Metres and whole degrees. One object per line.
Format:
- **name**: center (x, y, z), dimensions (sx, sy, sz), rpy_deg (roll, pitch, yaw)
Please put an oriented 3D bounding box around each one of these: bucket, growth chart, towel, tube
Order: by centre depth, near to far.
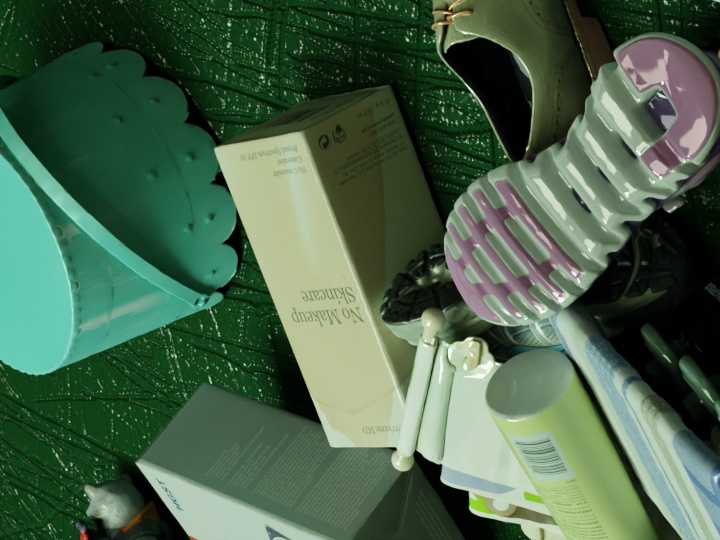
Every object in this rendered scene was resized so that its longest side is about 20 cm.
- **towel**: center (0.162, 0.102, 1.128), dimensions (0.147, 0.024, 0.200), rpy_deg (59, 176, -29)
- **tube**: center (0.127, 0.127, 1.240), dimensions (0.052, 0.058, 0.201), rpy_deg (-21, 126, 13)
- **growth chart**: center (0.111, 0.106, 1.272), dimensions (0.199, 0.018, 0.145), rpy_deg (20, 133, 2)
- **bucket**: center (-0.194, -0.039, 1.510), dimensions (0.207, 0.134, 0.208), rpy_deg (29, 133, 35)

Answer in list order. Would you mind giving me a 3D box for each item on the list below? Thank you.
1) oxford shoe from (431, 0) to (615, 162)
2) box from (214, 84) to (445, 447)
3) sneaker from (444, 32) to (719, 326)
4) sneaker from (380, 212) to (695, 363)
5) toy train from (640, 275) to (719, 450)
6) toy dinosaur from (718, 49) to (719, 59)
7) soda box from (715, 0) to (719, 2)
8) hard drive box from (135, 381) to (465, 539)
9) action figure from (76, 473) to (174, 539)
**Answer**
- **oxford shoe**: center (0.066, -0.150, 1.179), dimensions (0.071, 0.074, 0.201), rpy_deg (-28, 92, 54)
- **box**: center (0.000, 0.000, 1.355), dimensions (0.095, 0.078, 0.201), rpy_deg (-8, 108, 52)
- **sneaker**: center (0.126, -0.045, 1.149), dimensions (0.200, 0.088, 0.081), rpy_deg (-44, 76, 35)
- **sneaker**: center (0.110, 0.017, 1.259), dimensions (0.199, 0.078, 0.086), rpy_deg (-9, 136, 44)
- **toy train**: center (0.207, 0.068, 1.089), dimensions (0.114, 0.085, 0.200), rpy_deg (52, -178, -21)
- **toy dinosaur**: center (0.224, -0.027, 1.062), dimensions (0.182, 0.104, 0.201), rpy_deg (55, 151, 24)
- **soda box**: center (0.141, -0.181, 1.075), dimensions (0.199, 0.068, 0.064), rpy_deg (25, 130, 38)
- **hard drive box**: center (-0.026, 0.170, 1.463), dimensions (0.199, 0.077, 0.156), rpy_deg (16, 147, 45)
- **action figure**: center (-0.168, 0.248, 1.740), dimensions (0.200, 0.104, 0.195), rpy_deg (-159, 53, -76)
